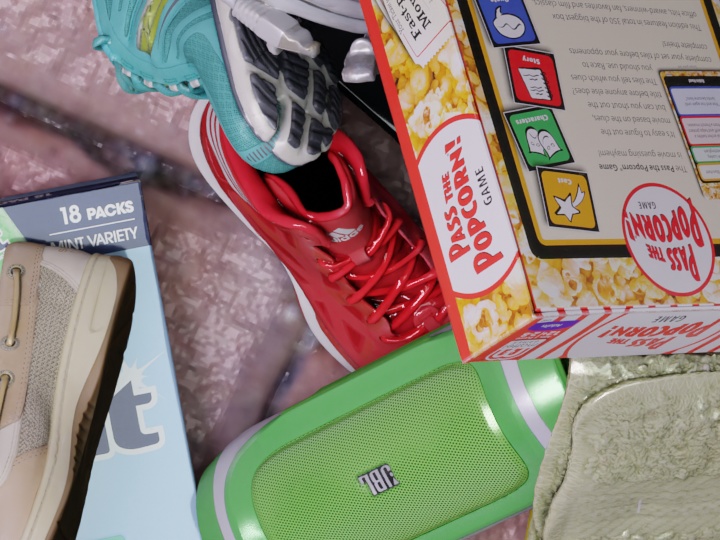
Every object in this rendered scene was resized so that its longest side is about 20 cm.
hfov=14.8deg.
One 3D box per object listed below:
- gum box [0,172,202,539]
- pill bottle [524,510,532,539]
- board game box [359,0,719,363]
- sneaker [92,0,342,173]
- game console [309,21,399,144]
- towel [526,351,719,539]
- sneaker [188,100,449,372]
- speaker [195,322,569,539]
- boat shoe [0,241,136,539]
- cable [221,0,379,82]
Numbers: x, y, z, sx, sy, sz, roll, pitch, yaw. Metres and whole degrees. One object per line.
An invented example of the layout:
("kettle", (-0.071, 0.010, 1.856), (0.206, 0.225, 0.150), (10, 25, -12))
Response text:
("gum box", (-0.163, 0.071, 1.236), (0.169, 0.045, 0.201), (-11, 99, -5))
("pill bottle", (0.136, 0.087, 1.233), (0.112, 0.112, 0.201), (10, 95, -7))
("board game box", (0.081, -0.067, 1.049), (0.151, 0.046, 0.201), (0, 66, -38))
("sneaker", (-0.069, -0.100, 1.167), (0.080, 0.200, 0.077), (-42, 133, 10))
("game console", (0.093, -0.121, 1.202), (0.171, 0.118, 0.200), (41, 91, -9))
("towel", (0.163, 0.085, 1.132), (0.199, 0.037, 0.149), (-5, 129, -17))
("sneaker", (0.000, 0.000, 1.207), (0.200, 0.116, 0.078), (43, 92, -7))
("speaker", (0.025, 0.078, 1.193), (0.200, 0.088, 0.089), (-28, 100, 32))
("boat shoe", (-0.146, 0.079, 1.156), (0.065, 0.072, 0.201), (13, 64, 2))
("cable", (-0.037, -0.180, 1.142), (0.200, 0.200, 0.069), (37, 119, 0))
